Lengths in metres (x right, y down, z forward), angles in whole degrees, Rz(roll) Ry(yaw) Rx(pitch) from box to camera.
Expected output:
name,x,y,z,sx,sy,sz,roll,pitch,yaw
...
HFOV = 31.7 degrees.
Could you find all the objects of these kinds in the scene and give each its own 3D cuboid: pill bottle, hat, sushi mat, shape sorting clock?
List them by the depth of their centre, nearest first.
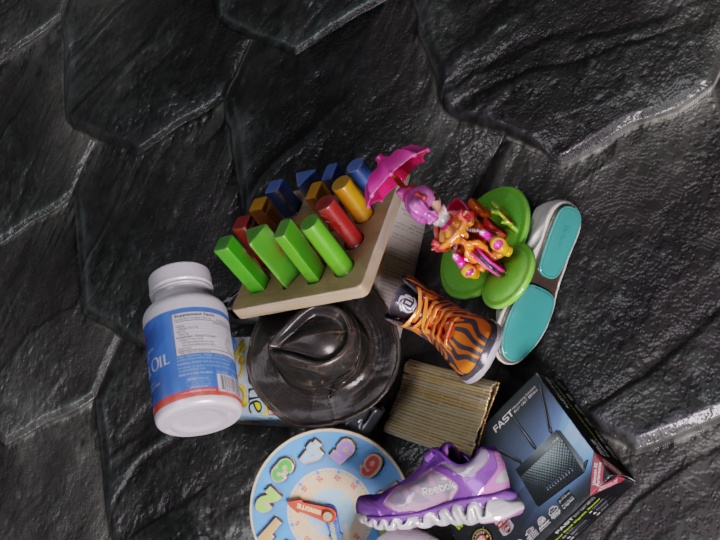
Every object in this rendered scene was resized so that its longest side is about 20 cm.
name,x,y,z,sx,sy,sz,roll,pitch,yaw
sushi mat,0.091,0.161,1.490,0.199,0.012,0.097,8,79,62
hat,-0.056,0.092,1.517,0.198,0.081,0.203,-4,76,18
shape sorting clock,-0.036,0.290,1.522,0.197,0.039,0.203,1,96,8
pill bottle,-0.216,0.097,1.602,0.112,0.112,0.202,-29,59,28

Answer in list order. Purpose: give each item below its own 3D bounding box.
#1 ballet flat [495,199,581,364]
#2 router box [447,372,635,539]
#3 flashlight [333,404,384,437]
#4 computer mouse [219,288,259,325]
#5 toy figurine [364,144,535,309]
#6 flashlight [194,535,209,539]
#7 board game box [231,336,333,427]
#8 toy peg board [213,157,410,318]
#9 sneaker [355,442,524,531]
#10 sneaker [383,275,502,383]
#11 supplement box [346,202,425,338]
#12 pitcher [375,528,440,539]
name,x,y,z,sx,sy,sz,roll,pitch,yaw
ballet flat,0.197,0.012,1.474,0.069,0.069,0.202,19,85,40
router box,0.183,0.237,1.407,0.200,0.062,0.150,-48,51,17
flashlight,-0.047,0.236,1.580,0.067,0.068,0.201,32,98,5
computer mouse,-0.162,0.056,1.734,0.198,0.110,0.044,-15,111,29
toy figurine,0.089,-0.061,1.455,0.151,0.183,0.201,-51,30,15
flashlight,-0.185,0.443,1.635,0.068,0.067,0.201,-47,52,23
board game box,-0.131,0.146,1.660,0.198,0.104,0.104,-2,75,38
toy peg board,-0.067,-0.061,1.532,0.198,0.098,0.201,-11,43,34
sneaker,0.082,0.235,1.388,0.198,0.080,0.090,-13,84,30
sneaker,0.086,0.065,1.450,0.078,0.111,0.200,-62,14,-1
supplement box,0.000,0.000,1.619,0.125,0.073,0.203,6,81,39
pitcher,0.088,0.365,1.391,0.200,0.120,0.173,49,137,34
